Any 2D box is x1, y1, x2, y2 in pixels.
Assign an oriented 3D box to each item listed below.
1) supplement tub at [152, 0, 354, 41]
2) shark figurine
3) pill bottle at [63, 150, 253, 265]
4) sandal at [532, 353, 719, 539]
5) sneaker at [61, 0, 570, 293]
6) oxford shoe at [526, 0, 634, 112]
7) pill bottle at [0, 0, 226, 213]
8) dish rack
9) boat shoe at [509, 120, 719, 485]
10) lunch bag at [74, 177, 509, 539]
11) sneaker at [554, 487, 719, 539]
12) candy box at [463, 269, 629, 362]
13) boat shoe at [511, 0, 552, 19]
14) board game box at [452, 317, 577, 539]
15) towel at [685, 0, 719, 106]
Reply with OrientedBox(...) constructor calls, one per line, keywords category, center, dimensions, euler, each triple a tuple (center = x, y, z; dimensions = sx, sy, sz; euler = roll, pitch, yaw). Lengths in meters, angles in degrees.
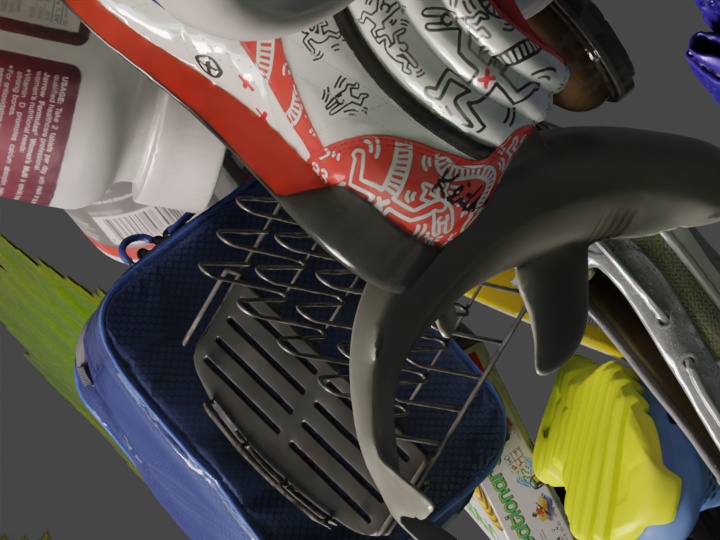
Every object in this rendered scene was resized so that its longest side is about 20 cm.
OrientedBox(category="supplement tub", center=(-0.073, -0.175, 0.795), dimensions=(0.200, 0.145, 0.145), euler=(35, 166, 25))
OrientedBox(category="shark figurine", center=(0.039, -0.007, 0.900), dimensions=(0.128, 0.215, 0.090), euler=(33, 147, 15))
OrientedBox(category="pill bottle", center=(-0.131, -0.103, 1.275), dimensions=(0.116, 0.116, 0.200), euler=(28, 162, 44))
OrientedBox(category="sandal", center=(0.133, 0.082, 1.168), dimensions=(0.087, 0.080, 0.200), euler=(15, -172, -4))
OrientedBox(category="sneaker", center=(-0.023, -0.096, 0.867), dimensions=(0.201, 0.108, 0.067), euler=(43, -170, 15))
OrientedBox(category="oxford shoe", center=(0.019, -0.085, 0.966), dimensions=(0.200, 0.084, 0.073), euler=(23, 154, 47))
OrientedBox(category="pill bottle", center=(-0.157, -0.087, 1.137), dimensions=(0.200, 0.110, 0.110), euler=(11, 172, -11))
OrientedBox(category="dish rack", center=(0.000, 0.000, 1.061), dimensions=(0.055, 0.200, 0.153), euler=(9, -153, -50))
OrientedBox(category="boat shoe", center=(0.111, 0.014, 1.063), dimensions=(0.202, 0.065, 0.074), euler=(44, 167, 5))
OrientedBox(category="lunch bag", center=(-0.042, 0.057, 1.208), dimensions=(0.200, 0.136, 0.132), euler=(52, 161, 6))
OrientedBox(category="sneaker", center=(0.173, 0.131, 1.279), dimensions=(0.200, 0.076, 0.091), euler=(38, 177, 33))
OrientedBox(category="candy box", center=(0.054, 0.001, 1.210), dimensions=(0.102, 0.026, 0.200), euler=(19, -177, -37))
OrientedBox(category="boat shoe", center=(-0.017, -0.126, 0.922), dimensions=(0.200, 0.065, 0.074), euler=(9, 115, 18))
OrientedBox(category="board game box", center=(0.048, 0.071, 1.349), dimensions=(0.126, 0.035, 0.200), euler=(63, 174, -17))
OrientedBox(category="towel", center=(0.190, -0.018, 0.764), dimensions=(0.200, 0.050, 0.148), euler=(27, 160, 47))
